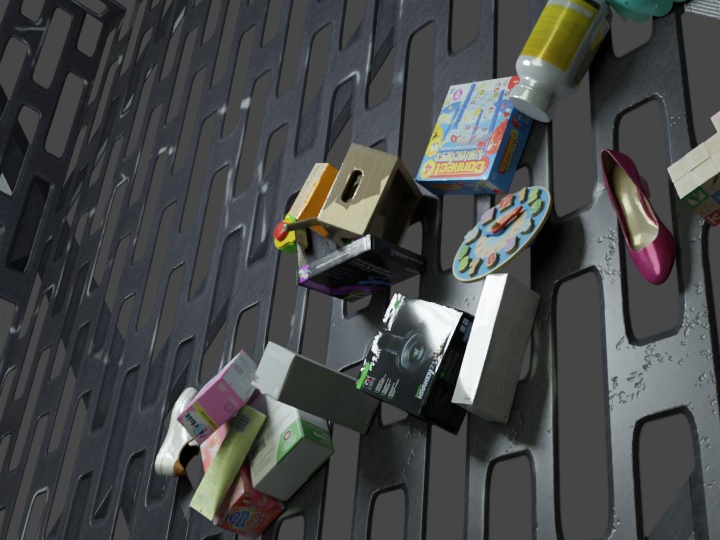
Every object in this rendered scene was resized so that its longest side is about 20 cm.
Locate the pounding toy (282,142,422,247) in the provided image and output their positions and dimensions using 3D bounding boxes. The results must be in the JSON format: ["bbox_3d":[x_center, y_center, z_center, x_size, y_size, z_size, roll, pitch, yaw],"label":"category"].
[{"bbox_3d":[-0.010,-0.107,1.737,0.140,0.184,0.203,19,77,26],"label":"pounding toy"}]

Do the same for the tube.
[{"bbox_3d":[-0.236,0.338,1.712,0.203,0.051,0.058,-63,-1,-14],"label":"tube"}]

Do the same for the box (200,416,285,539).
[{"bbox_3d":[-0.222,0.380,1.787,0.095,0.102,0.201,-48,35,18],"label":"box"}]

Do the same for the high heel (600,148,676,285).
[{"bbox_3d":[0.375,-0.077,1.325,0.067,0.095,0.203,-29,45,38],"label":"high heel"}]

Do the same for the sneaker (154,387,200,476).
[{"bbox_3d":[-0.363,0.347,2.052,0.083,0.073,0.203,2,57,20],"label":"sneaker"}]

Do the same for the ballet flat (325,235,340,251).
[{"bbox_3d":[0.005,-0.114,1.877,0.202,0.071,0.072,-58,33,14],"label":"ballet flat"}]

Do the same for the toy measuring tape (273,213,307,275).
[{"bbox_3d":[-0.145,-0.044,2.025,0.073,0.073,0.202,-40,38,27],"label":"toy measuring tape"}]

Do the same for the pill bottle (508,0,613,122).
[{"bbox_3d":[0.323,-0.353,1.581,0.112,0.111,0.203,26,87,56],"label":"pill bottle"}]

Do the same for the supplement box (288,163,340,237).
[{"bbox_3d":[-0.080,-0.145,1.945,0.128,0.073,0.200,-60,11,0],"label":"supplement box"}]

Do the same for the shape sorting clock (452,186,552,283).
[{"bbox_3d":[0.221,-0.060,1.529,0.199,0.039,0.201,-41,15,13],"label":"shape sorting clock"}]

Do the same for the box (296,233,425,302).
[{"bbox_3d":[0.000,0.000,1.729,0.198,0.141,0.037,-26,57,42],"label":"box"}]

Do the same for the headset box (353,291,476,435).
[{"bbox_3d":[0.099,0.142,1.539,0.199,0.092,0.177,15,78,56],"label":"headset box"}]

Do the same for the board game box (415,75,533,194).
[{"bbox_3d":[0.207,-0.235,1.702,0.198,0.055,0.199,4,69,54],"label":"board game box"}]

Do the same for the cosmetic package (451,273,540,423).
[{"bbox_3d":[0.202,0.115,1.432,0.050,0.082,0.204,-5,62,53],"label":"cosmetic package"}]

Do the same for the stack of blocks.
[{"bbox_3d":[0.490,-0.154,1.211,0.199,0.114,0.059,-39,39,31],"label":"stack of blocks"}]

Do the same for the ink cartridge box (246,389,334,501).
[{"bbox_3d":[-0.138,0.287,1.758,0.145,0.083,0.202,-47,36,20],"label":"ink cartridge box"}]

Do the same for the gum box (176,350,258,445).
[{"bbox_3d":[-0.250,0.226,1.757,0.113,0.066,0.200,-42,4,10],"label":"gum box"}]

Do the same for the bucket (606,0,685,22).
[{"bbox_3d":[0.443,-0.513,1.517,0.206,0.134,0.211,-33,42,36],"label":"bucket"}]

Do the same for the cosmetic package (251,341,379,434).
[{"bbox_3d":[-0.074,0.200,1.631,0.106,0.198,0.092,17,79,55],"label":"cosmetic package"}]
